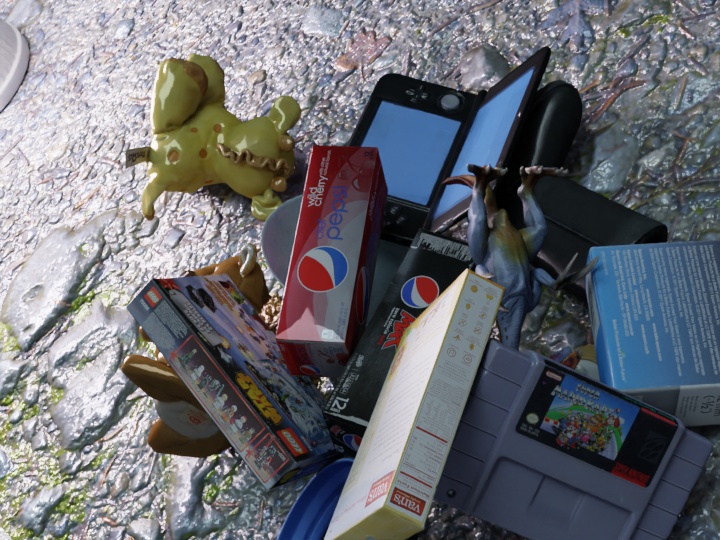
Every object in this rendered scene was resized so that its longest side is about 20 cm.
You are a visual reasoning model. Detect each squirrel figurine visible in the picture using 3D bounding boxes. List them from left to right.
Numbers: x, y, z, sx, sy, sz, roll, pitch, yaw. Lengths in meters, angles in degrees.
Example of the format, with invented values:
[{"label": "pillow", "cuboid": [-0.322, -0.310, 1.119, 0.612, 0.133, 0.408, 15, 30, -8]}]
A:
[{"label": "squirrel figurine", "cuboid": [-0.113, 0.072, 1.442, 0.198, 0.142, 0.188, 5, 50, 21]}]

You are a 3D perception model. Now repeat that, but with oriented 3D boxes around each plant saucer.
[{"label": "plant saucer", "cuboid": [0.000, 0.000, 1.403, 0.198, 0.039, 0.202, 10, 38, -8]}]

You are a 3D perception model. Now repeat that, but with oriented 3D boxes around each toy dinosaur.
[{"label": "toy dinosaur", "cuboid": [0.134, 0.005, 1.227, 0.104, 0.200, 0.184, 2, 89, -9]}]

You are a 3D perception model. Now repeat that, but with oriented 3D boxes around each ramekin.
[{"label": "ramekin", "cuboid": [-0.559, -0.281, 2.010, 0.198, 0.105, 0.202, -19, 49, 23]}]

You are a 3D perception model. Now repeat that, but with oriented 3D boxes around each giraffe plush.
[{"label": "giraffe plush", "cuboid": [-0.139, -0.134, 1.586, 0.160, 0.174, 0.200, 9, 30, 13]}]

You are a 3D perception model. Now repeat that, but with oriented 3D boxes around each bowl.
[{"label": "bowl", "cuboid": [-0.023, 0.257, 1.224, 0.201, 0.039, 0.202, -50, 28, 38]}]

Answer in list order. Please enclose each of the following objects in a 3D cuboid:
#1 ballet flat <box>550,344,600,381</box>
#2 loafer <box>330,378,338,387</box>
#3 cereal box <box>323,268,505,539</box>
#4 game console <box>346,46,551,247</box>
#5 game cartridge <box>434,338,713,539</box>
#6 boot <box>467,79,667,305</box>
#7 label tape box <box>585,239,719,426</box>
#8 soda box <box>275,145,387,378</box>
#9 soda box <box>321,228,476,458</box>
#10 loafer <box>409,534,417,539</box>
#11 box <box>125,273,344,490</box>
[{"label": "ballet flat", "cuboid": [0.145, 0.111, 1.221, 0.198, 0.069, 0.063, -18, 2, -3]}, {"label": "loafer", "cuboid": [0.048, 0.119, 1.323, 0.199, 0.076, 0.070, 32, 64, 35]}, {"label": "cereal box", "cuboid": [0.039, 0.113, 1.116, 0.202, 0.039, 0.144, -68, 10, -27]}, {"label": "game console", "cuboid": [0.070, -0.131, 1.411, 0.174, 0.117, 0.201, 17, 55, 12]}, {"label": "game cartridge", "cuboid": [0.157, 0.145, 1.116, 0.131, 0.198, 0.038, -63, 17, 10]}, {"label": "boot", "cuboid": [0.202, -0.071, 1.347, 0.166, 0.065, 0.200, -57, 39, 3]}, {"label": "label tape box", "cuboid": [0.288, 0.049, 1.193, 0.197, 0.066, 0.144, -2, 52, 0]}, {"label": "soda box", "cuboid": [-0.023, -0.010, 1.298, 0.063, 0.070, 0.202, 2, 59, 12]}, {"label": "soda box", "cuboid": [0.042, 0.067, 1.268, 0.063, 0.071, 0.201, 16, 59, 23]}, {"label": "loafer", "cuboid": [0.048, 0.286, 1.201, 0.069, 0.068, 0.202, -7, 47, 5]}, {"label": "box", "cuboid": [-0.099, 0.091, 1.277, 0.040, 0.137, 0.200, -44, 75, 17]}]
